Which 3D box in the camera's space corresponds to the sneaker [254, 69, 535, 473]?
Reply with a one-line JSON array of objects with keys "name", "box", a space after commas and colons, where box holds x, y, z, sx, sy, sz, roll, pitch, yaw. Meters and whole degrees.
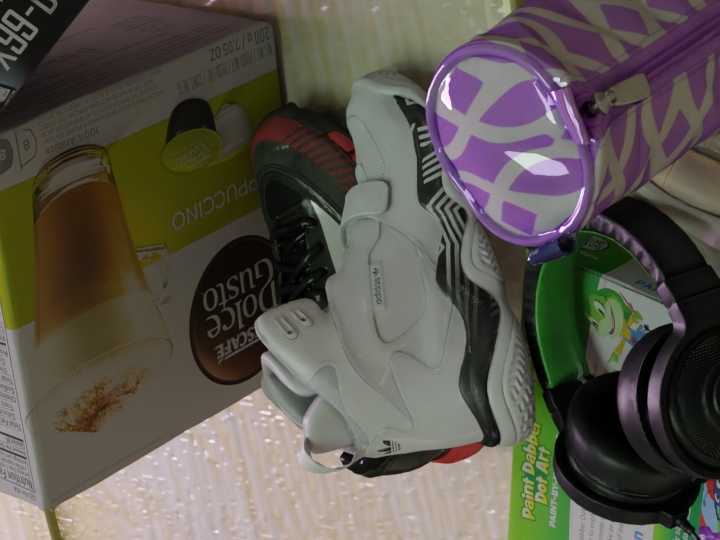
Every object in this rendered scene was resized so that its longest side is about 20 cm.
[{"name": "sneaker", "box": [0.000, 0.000, 0.943, 0.075, 0.114, 0.201, 90, 163, -62]}]

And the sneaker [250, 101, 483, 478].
[{"name": "sneaker", "box": [-0.011, 0.014, 1.014, 0.071, 0.098, 0.202, -27, 88, 50]}]

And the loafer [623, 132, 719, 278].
[{"name": "loafer", "box": [0.148, -0.035, 0.869, 0.199, 0.063, 0.072, 35, 164, 32]}]

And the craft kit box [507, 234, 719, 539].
[{"name": "craft kit box", "box": [0.157, 0.102, 0.930, 0.196, 0.048, 0.202, 22, 124, 33]}]

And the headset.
[{"name": "headset", "box": [0.140, 0.062, 0.856, 0.201, 0.093, 0.124, 67, 153, 16]}]

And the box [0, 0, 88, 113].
[{"name": "box", "box": [-0.155, -0.151, 0.937, 0.050, 0.200, 0.158, 36, 102, -21]}]

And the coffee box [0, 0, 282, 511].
[{"name": "coffee box", "box": [-0.169, -0.022, 1.077, 0.199, 0.199, 0.200, 14, 120, 39]}]

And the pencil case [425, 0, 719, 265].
[{"name": "pencil case", "box": [0.112, -0.084, 0.770, 0.084, 0.200, 0.085, 55, 143, 0]}]
